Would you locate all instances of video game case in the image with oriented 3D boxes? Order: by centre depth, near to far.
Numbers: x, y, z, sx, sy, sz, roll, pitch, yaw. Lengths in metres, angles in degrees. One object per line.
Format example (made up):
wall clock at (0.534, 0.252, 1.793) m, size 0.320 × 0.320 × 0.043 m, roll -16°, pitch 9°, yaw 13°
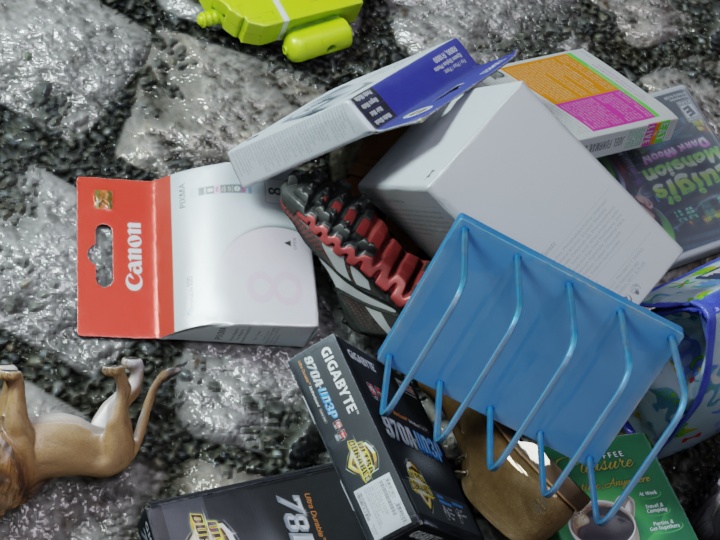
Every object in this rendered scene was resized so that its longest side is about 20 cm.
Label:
video game case at (0.288, -0.088, 1.528) m, size 0.199 × 0.023 × 0.182 m, roll -17°, pitch 68°, yaw -27°

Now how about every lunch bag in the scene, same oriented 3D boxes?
lunch bag at (0.316, 0.056, 1.345) m, size 0.169 × 0.200 × 0.128 m, roll -22°, pitch 68°, yaw -27°

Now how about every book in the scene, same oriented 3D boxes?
book at (0.192, -0.151, 1.450) m, size 0.199 × 0.048 × 0.133 m, roll -15°, pitch 41°, yaw -44°

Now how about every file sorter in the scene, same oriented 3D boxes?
file sorter at (0.128, 0.078, 1.159) m, size 0.199 × 0.139 × 0.123 m, roll 27°, pitch 23°, yaw -7°

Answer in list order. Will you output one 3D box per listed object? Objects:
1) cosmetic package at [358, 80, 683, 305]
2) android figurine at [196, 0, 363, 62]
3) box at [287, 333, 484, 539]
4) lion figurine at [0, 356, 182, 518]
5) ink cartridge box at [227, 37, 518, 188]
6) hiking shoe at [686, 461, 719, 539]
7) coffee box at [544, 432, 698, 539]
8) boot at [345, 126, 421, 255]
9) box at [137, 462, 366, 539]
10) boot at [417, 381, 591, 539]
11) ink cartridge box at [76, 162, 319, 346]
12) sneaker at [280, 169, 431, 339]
cosmetic package at (0.128, -0.046, 1.295) m, size 0.200 × 0.199 × 0.123 m, roll 43°, pitch 82°, yaw -15°
android figurine at (-0.081, -0.284, 1.510) m, size 0.199 × 0.041 × 0.183 m, roll -21°, pitch 69°, yaw -28°
box at (0.025, 0.147, 1.206) m, size 0.046 × 0.200 × 0.160 m, roll -29°, pitch 67°, yaw 10°
lion figurine at (-0.232, 0.133, 1.192) m, size 0.199 × 0.072 × 0.123 m, roll -1°, pitch 94°, yaw -26°
ink cartridge box at (0.012, -0.147, 1.340) m, size 0.199 × 0.199 × 0.041 m, roll -38°, pitch 107°, yaw -52°
hiking shoe at (0.370, 0.187, 1.361) m, size 0.101 × 0.076 × 0.200 m, roll 43°, pitch 56°, yaw 13°
coffee box at (0.215, 0.228, 1.273) m, size 0.122 × 0.044 × 0.201 m, roll -7°, pitch 48°, yaw -19°
boot at (0.085, -0.066, 1.416) m, size 0.200 × 0.077 × 0.155 m, roll 35°, pitch 58°, yaw 1°
box at (-0.052, 0.258, 1.195) m, size 0.197 × 0.050 × 0.201 m, roll -9°, pitch 65°, yaw -22°
boot at (0.098, 0.149, 1.282) m, size 0.075 × 0.074 × 0.200 m, roll -46°, pitch 52°, yaw 2°
ink cartridge box at (-0.140, -0.018, 1.329) m, size 0.199 × 0.057 × 0.163 m, roll 6°, pitch 59°, yaw -21°
sneaker at (0.000, 0.000, 1.328) m, size 0.200 × 0.098 × 0.071 m, roll 40°, pitch 39°, yaw -5°
